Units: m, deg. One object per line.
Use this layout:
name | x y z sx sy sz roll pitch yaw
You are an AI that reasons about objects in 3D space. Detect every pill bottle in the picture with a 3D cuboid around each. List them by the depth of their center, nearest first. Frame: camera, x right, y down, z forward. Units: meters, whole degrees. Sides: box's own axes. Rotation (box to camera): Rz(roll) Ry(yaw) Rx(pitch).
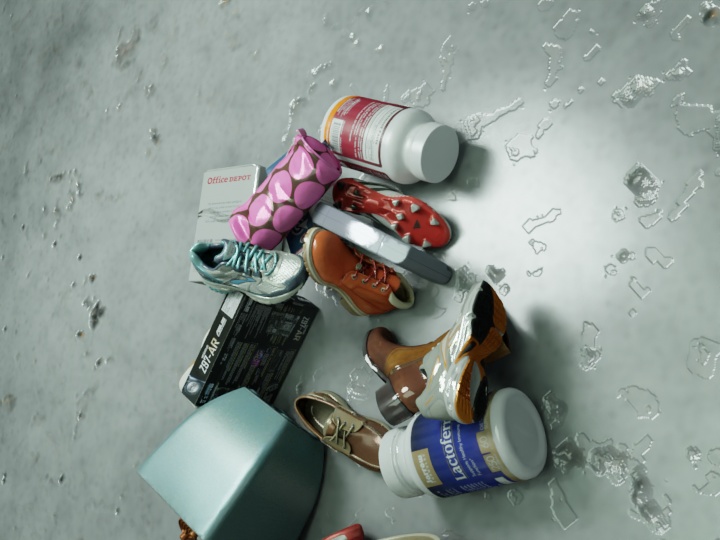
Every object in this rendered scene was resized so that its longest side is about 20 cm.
pill bottle | 0.128 0.230 1.138 0.200 0.116 0.116 -24 65 34
pill bottle | 0.044 -0.193 1.315 0.200 0.113 0.113 22 94 41

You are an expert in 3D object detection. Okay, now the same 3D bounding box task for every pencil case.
pencil case | -0.118 -0.113 1.318 0.094 0.091 0.200 44 108 0

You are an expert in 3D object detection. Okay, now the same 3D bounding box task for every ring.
ring | -0.211 0.453 1.339 0.200 0.201 0.019 17 50 41

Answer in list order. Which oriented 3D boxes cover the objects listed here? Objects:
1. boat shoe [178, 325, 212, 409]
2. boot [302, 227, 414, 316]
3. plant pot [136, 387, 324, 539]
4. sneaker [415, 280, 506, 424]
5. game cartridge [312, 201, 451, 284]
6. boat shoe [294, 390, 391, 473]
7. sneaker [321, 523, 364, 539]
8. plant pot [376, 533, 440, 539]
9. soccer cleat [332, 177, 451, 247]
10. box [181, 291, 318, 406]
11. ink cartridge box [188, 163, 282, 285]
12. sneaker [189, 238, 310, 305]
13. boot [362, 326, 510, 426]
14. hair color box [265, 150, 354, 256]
boat shoe | -0.239 0.157 1.501 0.069 0.071 0.200 51 121 35
boot | 0.000 0.000 1.257 0.107 0.200 0.075 -1 61 35
plant pot | -0.173 0.298 1.331 0.196 0.196 0.200 28 79 41
sneaker | 0.119 0.099 1.109 0.092 0.076 0.200 -12 45 41
game cartridge | 0.024 -0.042 1.281 0.200 0.133 0.042 29 97 41
boat shoe | -0.024 0.238 1.293 0.200 0.072 0.076 23 94 41
sneaker | -0.043 0.458 1.269 0.200 0.078 0.116 -46 67 29
plant pot | 0.032 0.460 1.120 0.200 0.200 0.184 -19 85 36
soccer cleat | 0.052 -0.093 1.317 0.200 0.085 0.069 22 113 20
box | -0.172 0.124 1.388 0.044 0.160 0.200 33 101 40
ink cartridge box | -0.208 -0.072 1.518 0.145 0.084 0.200 -1 79 40
sneaker | -0.166 -0.004 1.268 0.200 0.086 0.078 1 58 31
boot | 0.101 0.097 1.219 0.200 0.068 0.188 -37 25 14
hair color box | -0.077 -0.084 1.399 0.061 0.100 0.200 -35 59 27
